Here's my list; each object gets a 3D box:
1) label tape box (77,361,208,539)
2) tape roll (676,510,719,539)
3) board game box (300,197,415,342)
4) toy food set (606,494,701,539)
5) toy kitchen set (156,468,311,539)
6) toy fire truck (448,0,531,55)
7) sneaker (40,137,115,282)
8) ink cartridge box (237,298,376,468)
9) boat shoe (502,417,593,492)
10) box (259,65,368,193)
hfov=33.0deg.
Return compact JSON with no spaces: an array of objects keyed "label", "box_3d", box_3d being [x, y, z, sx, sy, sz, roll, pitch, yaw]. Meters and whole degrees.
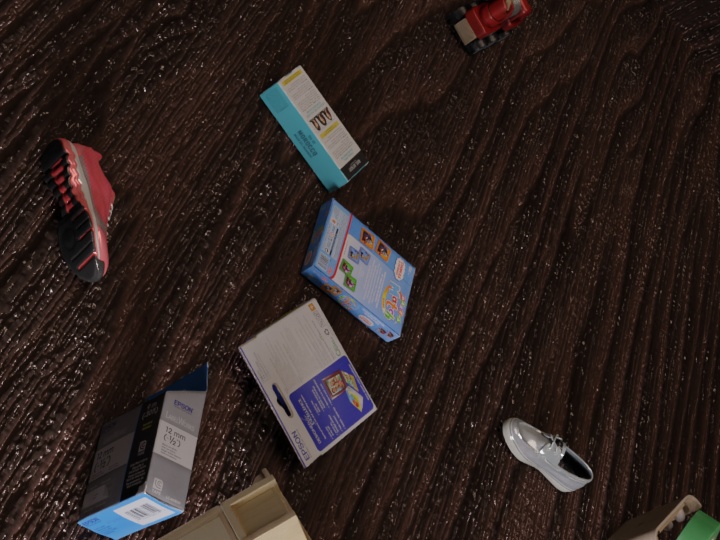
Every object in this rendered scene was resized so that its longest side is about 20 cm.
[{"label":"label tape box","box_3d":[-0.262,0.210,1.484,0.066,0.143,0.202,31,48,-32]},{"label":"tape roll","box_3d":[0.576,0.528,2.181,0.048,0.202,0.200,32,32,23]},{"label":"board game box","box_3d":[0.000,0.000,1.980,0.200,0.036,0.152,39,44,-25]},{"label":"toy food set","box_3d":[0.515,0.480,2.175,0.199,0.143,0.061,-23,80,-51]},{"label":"toy kitchen set","box_3d":[-0.161,0.365,1.578,0.163,0.179,0.201,49,-18,48]},{"label":"toy fire truck","box_3d":[0.296,-0.559,2.504,0.176,0.199,0.129,-33,94,-51]},{"label":"sneaker","box_3d":[-0.354,-0.083,1.613,0.086,0.073,0.202,0,68,-49]},{"label":"ink cartridge box","box_3d":[-0.085,0.165,1.787,0.200,0.047,0.199,-31,94,-50]},{"label":"boat shoe","box_3d":[0.332,0.315,2.131,0.200,0.071,0.070,40,43,-24]},{"label":"box","box_3d":[-0.076,-0.235,2.025,0.201,0.049,0.082,54,40,-9]}]
